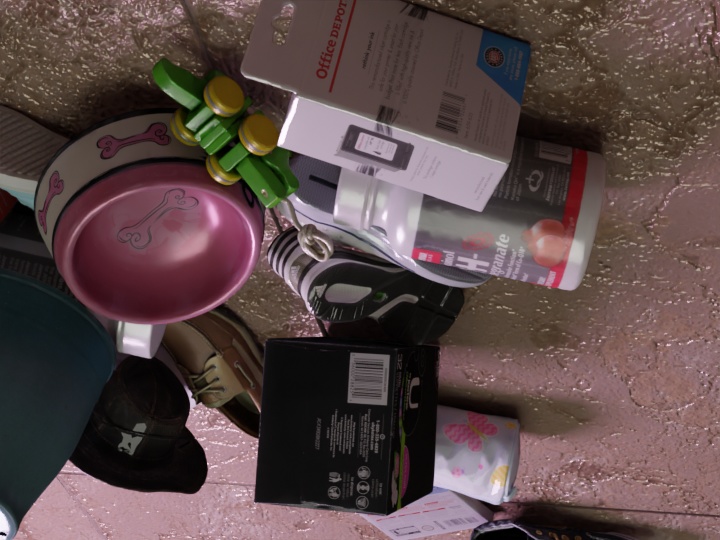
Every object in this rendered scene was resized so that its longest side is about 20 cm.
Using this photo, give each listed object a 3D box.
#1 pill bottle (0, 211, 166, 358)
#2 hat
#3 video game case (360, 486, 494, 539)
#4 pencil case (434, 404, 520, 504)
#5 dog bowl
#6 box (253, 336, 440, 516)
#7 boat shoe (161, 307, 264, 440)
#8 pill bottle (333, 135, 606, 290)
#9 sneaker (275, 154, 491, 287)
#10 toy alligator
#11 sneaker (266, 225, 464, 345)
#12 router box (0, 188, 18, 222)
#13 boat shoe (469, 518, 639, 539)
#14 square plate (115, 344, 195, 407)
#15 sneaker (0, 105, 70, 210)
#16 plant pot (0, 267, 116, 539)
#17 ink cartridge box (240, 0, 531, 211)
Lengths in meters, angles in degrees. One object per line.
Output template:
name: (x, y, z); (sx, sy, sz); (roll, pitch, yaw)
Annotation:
pill bottle: (-0.278, 0.014, 1.443); (0.199, 0.114, 0.114); (13, 146, 1)
hat: (-0.220, 0.130, 1.521); (0.200, 0.201, 0.081); (23, 110, -13)
video game case: (0.035, 0.242, 1.745); (0.143, 0.018, 0.200); (-17, 136, 37)
pencil case: (0.064, 0.178, 1.582); (0.199, 0.091, 0.083); (8, 145, 7)
dog bowl: (-0.169, -0.036, 1.304); (0.199, 0.074, 0.201); (-9, 137, -8)
box: (-0.007, 0.137, 1.426); (0.124, 0.149, 0.200); (4, 178, 13)
boat shoe: (-0.138, 0.100, 1.553); (0.075, 0.074, 0.200); (-16, 136, 35)
pill bottle: (0.084, -0.057, 1.222); (0.199, 0.111, 0.111); (12, 146, 2)
sneaker: (0.020, -0.042, 1.315); (0.199, 0.073, 0.071); (27, 164, -13)
toy alligator: (-0.082, -0.095, 1.230); (0.200, 0.054, 0.059); (47, 132, -8)
sneaker: (0.000, 0.000, 1.384); (0.200, 0.115, 0.076); (15, 109, -47)
router box: (-0.423, -0.031, 1.367); (0.199, 0.180, 0.049); (-3, 126, 22)
boat shoe: (0.221, 0.316, 1.723); (0.199, 0.071, 0.091); (0, 162, 22)
square plate: (-0.269, 0.118, 1.664); (0.200, 0.029, 0.198); (29, 142, -21)
sneaker: (-0.283, -0.078, 1.350); (0.199, 0.074, 0.082); (22, 140, -12)
plant pot: (-0.335, 0.128, 1.358); (0.199, 0.188, 0.200); (9, 143, 7)
ink cartridge box: (0.014, -0.133, 1.133); (0.199, 0.116, 0.067); (18, 147, -6)
